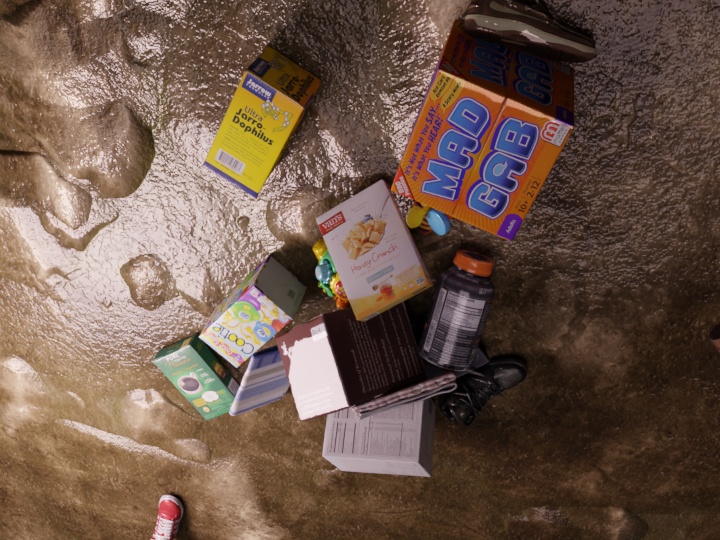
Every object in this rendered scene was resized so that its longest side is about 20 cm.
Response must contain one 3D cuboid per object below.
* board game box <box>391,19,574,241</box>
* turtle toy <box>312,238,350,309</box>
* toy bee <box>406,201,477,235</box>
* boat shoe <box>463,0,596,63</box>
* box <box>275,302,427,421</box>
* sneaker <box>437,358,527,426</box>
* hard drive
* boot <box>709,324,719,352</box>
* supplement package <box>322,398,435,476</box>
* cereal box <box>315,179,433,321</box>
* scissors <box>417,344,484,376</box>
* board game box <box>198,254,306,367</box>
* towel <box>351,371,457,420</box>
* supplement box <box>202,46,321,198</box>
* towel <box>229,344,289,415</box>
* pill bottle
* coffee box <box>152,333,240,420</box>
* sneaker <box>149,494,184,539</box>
[{"bbox_3d":[0.183,-0.210,1.142,0.197,0.201,0.202,22,128,-1],"label":"board game box"},{"bbox_3d":[0.000,0.000,1.412,0.198,0.102,0.147,-22,117,28],"label":"turtle toy"},{"bbox_3d":[0.141,-0.124,1.271,0.198,0.131,0.110,-18,105,46],"label":"toy bee"},{"bbox_3d":[0.249,-0.355,1.100,0.198,0.075,0.076,12,94,-13],"label":"boat shoe"},{"bbox_3d":[-0.017,0.160,1.420,0.165,0.198,0.167,-26,80,49],"label":"box"},{"bbox_3d":[0.239,0.245,1.520,0.197,0.115,0.077,-22,120,26],"label":"sneaker"},{"bbox_3d":[0.143,0.162,1.529,0.198,0.043,0.135,-28,114,31],"label":"hard drive"},{"bbox_3d":[0.738,0.151,1.339,0.200,0.065,0.185,47,137,-15],"label":"boot"},{"bbox_3d":[0.043,0.327,1.579,0.196,0.153,0.152,0,156,16],"label":"supplement package"},{"bbox_3d":[0.021,-0.034,1.327,0.142,0.039,0.203,-28,74,15],"label":"cereal box"},{"bbox_3d":[0.141,0.180,1.509,0.197,0.014,0.074,27,126,-5],"label":"scissors"},{"bbox_3d":[-0.215,0.083,1.532,0.103,0.106,0.199,40,125,-14],"label":"board game box"},{"bbox_3d":[0.084,0.231,1.422,0.196,0.191,0.033,-19,82,2],"label":"towel"},{"bbox_3d":[-0.164,-0.243,1.275,0.108,0.110,0.201,30,128,-7],"label":"supplement box"},{"bbox_3d":[-0.195,0.223,1.623,0.024,0.145,0.202,50,135,27],"label":"towel"},{"bbox_3d":[0.178,0.068,1.385,0.104,0.106,0.204,16,104,3],"label":"pill bottle"},{"bbox_3d":[-0.357,0.241,1.728,0.122,0.044,0.201,-23,117,28],"label":"coffee box"},{"bbox_3d":[-0.529,0.698,2.069,0.070,0.113,0.202,16,128,2],"label":"sneaker"}]
